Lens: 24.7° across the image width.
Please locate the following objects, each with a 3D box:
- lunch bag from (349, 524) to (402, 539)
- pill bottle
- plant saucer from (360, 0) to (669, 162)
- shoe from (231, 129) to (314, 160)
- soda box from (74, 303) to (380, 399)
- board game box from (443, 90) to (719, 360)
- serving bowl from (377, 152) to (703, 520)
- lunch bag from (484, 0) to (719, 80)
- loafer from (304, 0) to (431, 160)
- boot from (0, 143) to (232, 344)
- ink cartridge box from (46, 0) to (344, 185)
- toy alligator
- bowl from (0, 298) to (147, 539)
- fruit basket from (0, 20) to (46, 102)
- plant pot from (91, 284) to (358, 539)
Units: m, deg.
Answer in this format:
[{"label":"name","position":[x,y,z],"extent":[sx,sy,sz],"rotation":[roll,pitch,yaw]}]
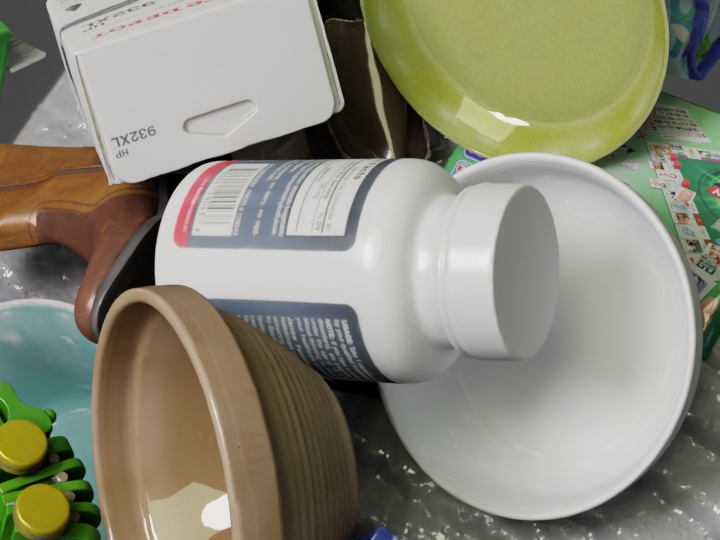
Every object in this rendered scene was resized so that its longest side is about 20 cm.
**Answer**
[{"label":"lunch bag","position":[0.002,0.255,0.820],"extent":[0.150,0.094,0.201],"rotation":[38,71,-4]},{"label":"pill bottle","position":[0.000,0.000,0.887],"extent":[0.198,0.120,0.121],"rotation":[2,68,30]},{"label":"plant saucer","position":[0.090,-0.153,0.951],"extent":[0.198,0.202,0.031],"rotation":[15,39,26]},{"label":"shoe","position":[-0.114,-0.074,1.087],"extent":[0.198,0.053,0.071],"rotation":[-18,63,12]},{"label":"soda box","position":[-0.075,0.022,1.025],"extent":[0.198,0.063,0.071],"rotation":[11,71,26]},{"label":"board game box","position":[0.149,-0.048,0.988],"extent":[0.199,0.029,0.135],"rotation":[26,79,29]},{"label":"serving bowl","position":[0.106,0.036,0.929],"extent":[0.198,0.066,0.203],"rotation":[0,89,32]},{"label":"lunch bag","position":[0.170,-0.227,1.005],"extent":[0.169,0.128,0.200],"rotation":[19,46,25]},{"label":"loafer","position":[-0.005,-0.131,1.047],"extent":[0.072,0.071,0.202],"rotation":[-10,59,-18]},{"label":"boot","position":[-0.197,-0.024,0.996],"extent":[0.197,0.069,0.189],"rotation":[1,45,17]},{"label":"ink cartridge box","position":[-0.108,-0.135,1.010],"extent":[0.144,0.085,0.200],"rotation":[-19,22,-9]},{"label":"toy alligator","position":[-0.185,0.104,0.921],"extent":[0.054,0.060,0.201],"rotation":[-8,56,-28]},{"label":"bowl","position":[-0.194,0.129,1.001],"extent":[0.198,0.105,0.203],"rotation":[-8,65,17]},{"label":"fruit basket","position":[-0.356,-0.163,1.170],"extent":[0.198,0.185,0.095],"rotation":[20,116,25]},{"label":"plant pot","position":[-0.062,0.104,0.837],"extent":[0.092,0.202,0.202],"rotation":[-8,56,-26]}]
